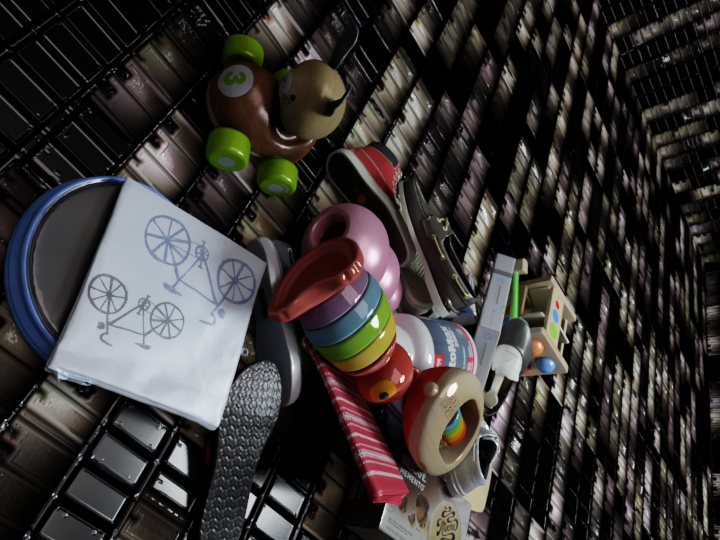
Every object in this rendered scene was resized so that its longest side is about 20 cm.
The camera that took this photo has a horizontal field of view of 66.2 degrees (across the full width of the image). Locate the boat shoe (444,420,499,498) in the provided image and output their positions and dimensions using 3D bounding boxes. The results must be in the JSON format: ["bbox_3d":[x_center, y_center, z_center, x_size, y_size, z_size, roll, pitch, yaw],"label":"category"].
[{"bbox_3d":[0.183,0.279,0.861,0.198,0.067,0.074,-8,75,-65],"label":"boat shoe"}]

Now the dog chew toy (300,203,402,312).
[{"bbox_3d":[0.000,0.000,0.773,0.201,0.120,0.128,51,45,-49],"label":"dog chew toy"}]

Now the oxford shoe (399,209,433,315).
[{"bbox_3d":[0.071,-0.014,0.886,0.072,0.059,0.205,1,53,-18],"label":"oxford shoe"}]

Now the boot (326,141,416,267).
[{"bbox_3d":[0.047,-0.111,0.865,0.143,0.072,0.204,-26,82,-51],"label":"boot"}]

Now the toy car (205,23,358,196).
[{"bbox_3d":[-0.080,-0.213,0.674,0.155,0.196,0.171,23,63,-42],"label":"toy car"}]

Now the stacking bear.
[{"bbox_3d":[-0.003,0.074,0.652,0.203,0.119,0.115,57,11,-23],"label":"stacking bear"}]

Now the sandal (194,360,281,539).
[{"bbox_3d":[-0.143,0.199,0.618,0.074,0.044,0.207,23,77,-36],"label":"sandal"}]

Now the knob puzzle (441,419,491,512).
[{"bbox_3d":[0.163,0.300,0.927,0.216,0.030,0.228,26,55,-42],"label":"knob puzzle"}]

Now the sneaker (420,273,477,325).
[{"bbox_3d":[0.141,0.050,0.949,0.199,0.111,0.084,35,51,-73],"label":"sneaker"}]

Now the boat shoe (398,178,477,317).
[{"bbox_3d":[0.110,-0.040,0.800,0.208,0.059,0.071,70,19,1],"label":"boat shoe"}]

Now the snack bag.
[{"bbox_3d":[-0.188,0.039,0.559,0.187,0.021,0.207,34,56,-38],"label":"snack bag"}]

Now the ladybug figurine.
[{"bbox_3d":[0.105,0.193,0.737,0.136,0.071,0.203,-45,142,-20],"label":"ladybug figurine"}]

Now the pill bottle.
[{"bbox_3d":[0.078,0.128,0.818,0.196,0.117,0.125,13,70,-48],"label":"pill bottle"}]

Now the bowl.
[{"bbox_3d":[-0.241,0.006,0.553,0.197,0.039,0.209,16,69,-46],"label":"bowl"}]

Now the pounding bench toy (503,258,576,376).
[{"bbox_3d":[0.328,0.097,1.110,0.201,0.122,0.159,50,48,-27],"label":"pounding bench toy"}]

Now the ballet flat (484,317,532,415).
[{"bbox_3d":[0.256,0.182,0.981,0.068,0.066,0.206,-43,148,-51],"label":"ballet flat"}]

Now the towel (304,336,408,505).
[{"bbox_3d":[-0.005,0.187,0.681,0.204,0.022,0.145,62,4,27],"label":"towel"}]

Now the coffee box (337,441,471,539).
[{"bbox_3d":[0.069,0.342,0.783,0.200,0.078,0.115,47,48,-30],"label":"coffee box"}]

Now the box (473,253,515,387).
[{"bbox_3d":[0.226,0.093,0.976,0.202,0.040,0.160,-59,160,-49],"label":"box"}]

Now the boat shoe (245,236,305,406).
[{"bbox_3d":[-0.095,0.059,0.690,0.065,0.069,0.208,-3,75,-47],"label":"boat shoe"}]
